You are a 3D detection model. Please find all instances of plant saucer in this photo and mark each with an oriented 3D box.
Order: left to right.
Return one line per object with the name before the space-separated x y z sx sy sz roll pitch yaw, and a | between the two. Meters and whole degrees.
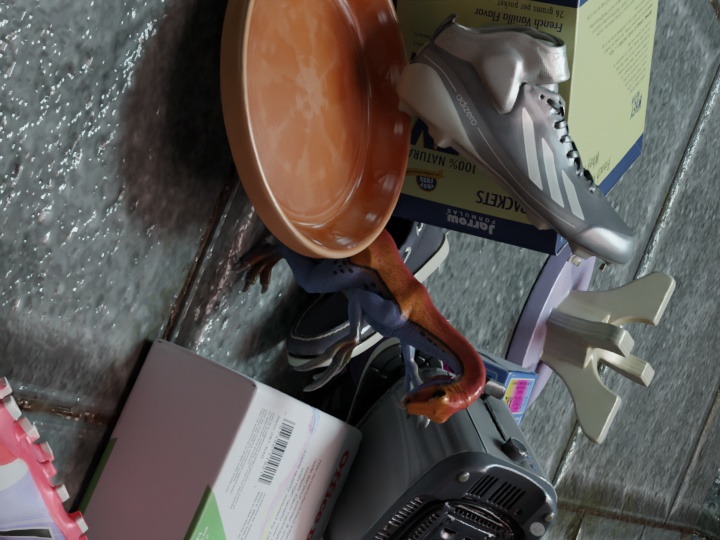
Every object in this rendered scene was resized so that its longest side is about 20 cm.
plant saucer | -0.028 -0.108 0.985 0.200 0.032 0.203 3 87 -60

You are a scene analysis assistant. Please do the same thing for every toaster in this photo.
toaster | 0.044 0.167 1.151 0.113 0.130 0.200 26 116 -26

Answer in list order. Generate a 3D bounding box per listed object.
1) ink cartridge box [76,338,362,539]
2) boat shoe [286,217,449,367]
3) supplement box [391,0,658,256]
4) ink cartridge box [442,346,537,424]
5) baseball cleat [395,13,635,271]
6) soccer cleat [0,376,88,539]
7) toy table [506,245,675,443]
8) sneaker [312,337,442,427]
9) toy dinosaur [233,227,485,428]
ink cartridge box | -0.090 0.143 1.064 0.146 0.083 0.200 -66 157 -5
boat shoe | 0.000 0.000 1.178 0.200 0.072 0.063 -45 129 -47
supplement box | 0.123 -0.153 1.175 0.200 0.133 0.202 -43 141 -52
ink cartridge box | 0.041 0.151 1.287 0.076 0.135 0.202 8 103 -62
baseball cleat | 0.120 -0.087 1.043 0.107 0.199 0.070 -50 -162 15
soccer cleat | -0.199 0.114 0.855 0.076 0.067 0.201 -27 150 -11
toy table | 0.235 0.067 1.660 0.184 0.116 0.202 14 98 -66
sneaker | -0.003 0.108 1.235 0.201 0.075 0.088 -56 -153 26
toy dinosaur | 0.008 0.016 1.037 0.105 0.180 0.202 -17 118 -48
